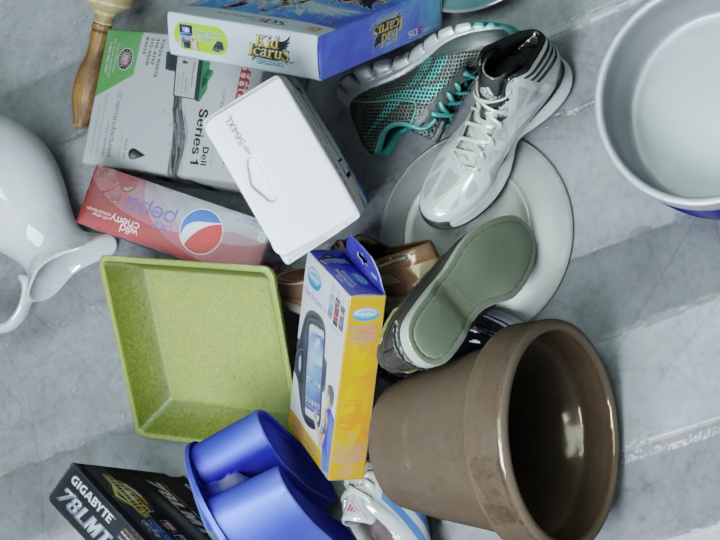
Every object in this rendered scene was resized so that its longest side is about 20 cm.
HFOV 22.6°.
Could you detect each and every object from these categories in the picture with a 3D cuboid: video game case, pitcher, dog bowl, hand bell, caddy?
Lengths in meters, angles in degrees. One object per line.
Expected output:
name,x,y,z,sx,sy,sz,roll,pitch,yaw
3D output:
video game case,-0.050,-0.237,1.701,0.180,0.200,0.046,14,118,33
pitcher,-0.376,-0.051,1.887,0.171,0.121,0.200,-41,74,5
dog bowl,0.310,-0.148,1.571,0.198,0.079,0.202,-5,79,27
hand bell,-0.275,-0.250,1.903,0.103,0.104,0.202,19,102,29
caddy,-0.090,0.221,1.650,0.105,0.200,0.142,-32,50,7

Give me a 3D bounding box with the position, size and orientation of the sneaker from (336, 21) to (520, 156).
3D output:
sneaker,0.073,-0.169,1.707,0.199,0.077,0.092,-23,76,32

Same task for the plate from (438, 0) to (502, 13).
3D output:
plate,0.109,-0.344,1.742,0.198,0.026,0.202,-5,80,27

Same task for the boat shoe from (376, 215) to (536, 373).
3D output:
boat shoe,0.084,0.019,1.593,0.060,0.201,0.072,-25,104,49

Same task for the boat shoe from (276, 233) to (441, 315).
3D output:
boat shoe,0.000,0.000,1.692,0.199,0.076,0.072,-2,108,34

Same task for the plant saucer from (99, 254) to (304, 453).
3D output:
plant saucer,-0.143,0.072,1.746,0.198,0.048,0.202,4,117,28

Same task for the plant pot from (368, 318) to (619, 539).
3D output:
plant pot,0.105,0.149,1.566,0.173,0.200,0.202,-9,77,35

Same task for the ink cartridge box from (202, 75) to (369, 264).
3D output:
ink cartridge box,-0.063,-0.096,1.636,0.084,0.200,0.147,-31,94,4

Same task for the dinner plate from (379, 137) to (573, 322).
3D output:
dinner plate,0.103,-0.034,1.690,0.199,0.024,0.202,-6,77,27

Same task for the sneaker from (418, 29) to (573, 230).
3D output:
sneaker,0.107,-0.138,1.635,0.075,0.115,0.201,35,86,30

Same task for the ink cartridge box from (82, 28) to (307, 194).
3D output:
ink cartridge box,-0.167,-0.160,1.818,0.198,0.084,0.148,8,85,29

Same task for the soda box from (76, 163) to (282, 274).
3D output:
soda box,-0.175,-0.042,1.783,0.198,0.070,0.064,18,87,15

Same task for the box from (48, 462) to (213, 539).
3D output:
box,-0.165,0.262,1.677,0.200,0.198,0.050,41,101,27

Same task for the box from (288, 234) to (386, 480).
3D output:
box,-0.022,0.073,1.621,0.119,0.041,0.202,-135,47,-61

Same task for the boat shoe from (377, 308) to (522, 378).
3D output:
boat shoe,0.062,0.070,1.658,0.198,0.068,0.072,7,100,31

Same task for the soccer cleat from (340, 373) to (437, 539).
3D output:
soccer cleat,0.016,0.191,1.650,0.070,0.086,0.202,-33,65,49
